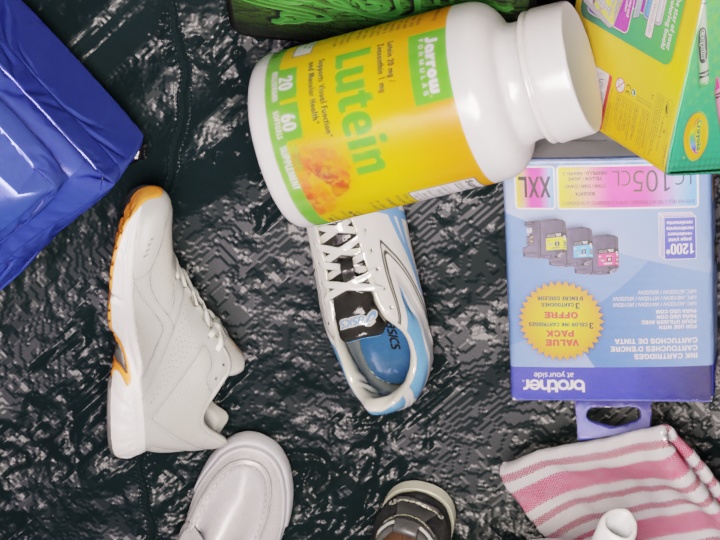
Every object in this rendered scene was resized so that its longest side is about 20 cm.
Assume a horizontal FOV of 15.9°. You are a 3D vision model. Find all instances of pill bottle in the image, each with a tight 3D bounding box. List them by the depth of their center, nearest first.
[{"bbox_3d":[0.041,-0.101,1.575,0.199,0.111,0.112,-13,109,18],"label":"pill bottle"}]

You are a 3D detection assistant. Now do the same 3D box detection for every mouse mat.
[{"bbox_3d":[0.011,-0.172,1.592,0.199,0.161,0.008,8,68,6],"label":"mouse mat"}]

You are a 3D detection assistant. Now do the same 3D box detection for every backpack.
[{"bbox_3d":[-0.272,-0.060,1.654,0.200,0.168,0.163,-38,95,24],"label":"backpack"}]

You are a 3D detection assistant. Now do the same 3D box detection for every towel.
[{"bbox_3d":[0.199,0.188,1.710,0.146,0.030,0.200,-19,118,42],"label":"towel"}]

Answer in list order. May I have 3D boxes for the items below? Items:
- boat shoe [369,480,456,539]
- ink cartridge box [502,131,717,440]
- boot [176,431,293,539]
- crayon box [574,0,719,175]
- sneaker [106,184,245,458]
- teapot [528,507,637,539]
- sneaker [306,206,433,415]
[{"bbox_3d":[0.027,0.248,1.784,0.071,0.068,0.201,6,114,4],"label":"boat shoe"},{"bbox_3d":[0.163,0.009,1.666,0.136,0.076,0.201,-1,113,9],"label":"ink cartridge box"},{"bbox_3d":[-0.101,0.215,1.772,0.073,0.096,0.201,18,113,1],"label":"boot"},{"bbox_3d":[0.191,-0.172,1.560,0.058,0.119,0.201,-5,117,-33],"label":"crayon box"},{"bbox_3d":[-0.122,0.034,1.725,0.091,0.076,0.201,2,119,-1],"label":"sneaker"},{"bbox_3d":[0.117,0.270,1.638,0.196,0.146,0.201,-20,87,11],"label":"teapot"},{"bbox_3d":[0.000,0.000,1.687,0.071,0.073,0.201,-14,107,15],"label":"sneaker"}]
